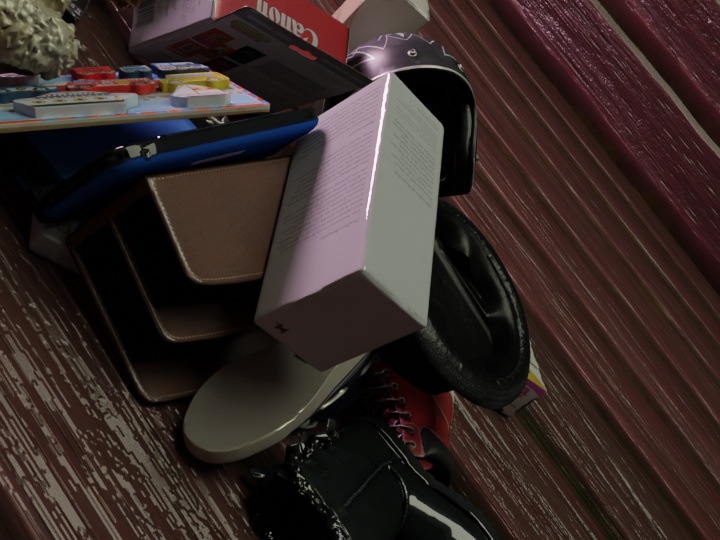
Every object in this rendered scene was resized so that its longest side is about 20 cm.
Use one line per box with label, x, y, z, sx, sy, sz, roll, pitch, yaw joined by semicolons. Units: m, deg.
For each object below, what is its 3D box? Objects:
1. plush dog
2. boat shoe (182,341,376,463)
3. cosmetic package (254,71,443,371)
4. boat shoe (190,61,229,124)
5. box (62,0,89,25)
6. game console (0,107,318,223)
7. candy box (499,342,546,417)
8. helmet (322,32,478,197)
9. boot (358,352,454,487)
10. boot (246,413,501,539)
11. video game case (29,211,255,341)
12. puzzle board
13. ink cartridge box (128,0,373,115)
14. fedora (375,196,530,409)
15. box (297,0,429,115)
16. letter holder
plush dog;-0.256;-0.254;0.717;0.199;0.161;0.172;28;25;14
boat shoe;-0.053;0.101;0.732;0.074;0.093;0.200;35;49;26
cosmetic package;-0.003;-0.039;0.689;0.071;0.101;0.201;40;41;-31
boat shoe;-0.148;-0.130;0.867;0.074;0.060;0.200;33;18;-32
box;-0.335;-0.320;0.880;0.199;0.047;0.194;36;25;-27
game console;-0.164;-0.118;0.712;0.199;0.170;0.119;-23;91;-46
candy box;0.137;0.058;1.127;0.136;0.061;0.201;35;29;-30
helmet;0.045;-0.176;1.108;0.200;0.198;0.193;-12;95;-63
boot;0.015;0.106;0.845;0.200;0.072;0.145;44;26;-22
boot;0.017;0.197;0.710;0.198;0.073;0.162;47;21;11
video game case;-0.174;-0.042;0.784;0.199;0.023;0.183;31;31;-36
puzzle board;-0.186;-0.133;0.701;0.198;0.018;0.151;-10;24;-26
ink cartridge box;-0.106;-0.247;0.991;0.199;0.174;0.085;19;71;-50
fedora;0.061;0.035;0.826;0.200;0.091;0.202;29;46;-35
box;-0.008;-0.286;1.198;0.078;0.200;0.095;38;26;-20
letter holder;-0.093;0.003;0.717;0.199;0.100;0.143;-19;82;-56
